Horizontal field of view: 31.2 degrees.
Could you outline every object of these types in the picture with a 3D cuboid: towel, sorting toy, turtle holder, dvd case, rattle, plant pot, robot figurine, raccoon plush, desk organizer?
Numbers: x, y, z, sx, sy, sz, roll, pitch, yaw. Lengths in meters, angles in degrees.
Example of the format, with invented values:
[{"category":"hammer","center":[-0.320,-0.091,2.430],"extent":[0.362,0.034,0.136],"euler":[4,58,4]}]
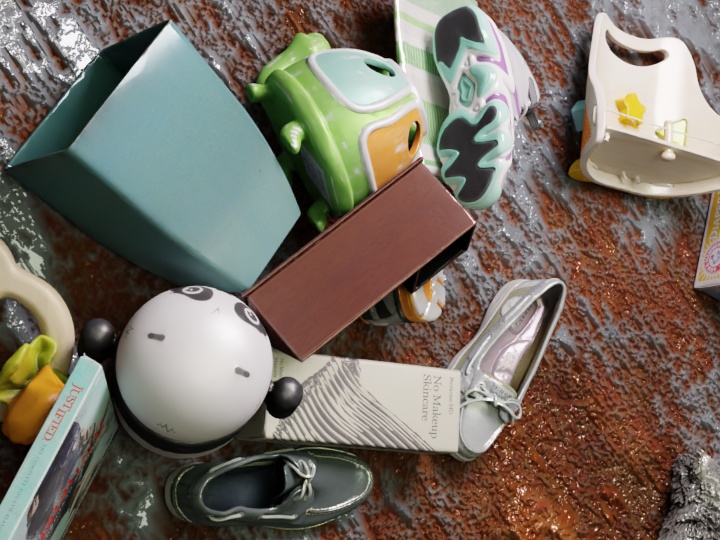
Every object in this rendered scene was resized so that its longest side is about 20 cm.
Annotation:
[{"category":"towel","center":[0.082,-0.182,1.260],"extent":[0.152,0.023,0.201],"euler":[7,77,-55]},{"category":"sorting toy","center":[0.301,-0.182,1.380],"extent":[0.199,0.107,0.181],"euler":[12,69,-27]},{"category":"turtle holder","center":[-0.021,-0.133,1.163],"extent":[0.131,0.185,0.142],"euler":[-28,113,-11]},{"category":"dvd case","center":[-0.228,0.157,0.974],"extent":[0.022,0.200,0.147],"euler":[24,69,1]},{"category":"rattle","center":[-0.299,0.028,0.980],"extent":[0.129,0.143,0.201],"euler":[-15,100,6]},{"category":"plant pot","center":[-0.158,-0.078,1.081],"extent":[0.200,0.141,0.142],"euler":[44,64,-24]},{"category":"robot figurine","center":[-0.136,0.081,1.027],"extent":[0.150,0.200,0.125],"euler":[-22,81,-16]},{"category":"raccoon plush","center":[0.317,0.269,1.323],"extent":[0.199,0.097,0.135],"euler":[-19,84,-30]},{"category":"desk organizer","center":[0.000,0.000,1.110],"extent":[0.200,0.072,0.077],"euler":[-38,76,-14]}]

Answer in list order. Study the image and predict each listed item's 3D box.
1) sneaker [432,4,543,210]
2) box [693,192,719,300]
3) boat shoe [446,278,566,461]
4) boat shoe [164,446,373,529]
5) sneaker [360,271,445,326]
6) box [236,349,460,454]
[{"category":"sneaker","center":[0.137,-0.144,1.242],"extent":[0.140,0.077,0.201],"euler":[18,67,-52]},{"category":"box","center":[0.462,-0.057,1.442],"extent":[0.112,0.101,0.201],"euler":[23,72,-25]},{"category":"boat shoe","center":[0.139,0.093,1.259],"extent":[0.074,0.065,0.202],"euler":[40,66,-18]},{"category":"boat shoe","center":[-0.068,0.192,1.130],"extent":[0.199,0.062,0.073],"euler":[2,81,-29]},{"category":"sneaker","center":[0.030,-0.039,1.216],"extent":[0.078,0.077,0.201],"euler":[34,47,-43]},{"category":"box","center":[-0.009,0.121,1.170],"extent":[0.199,0.068,0.083],"euler":[7,79,-28]}]
